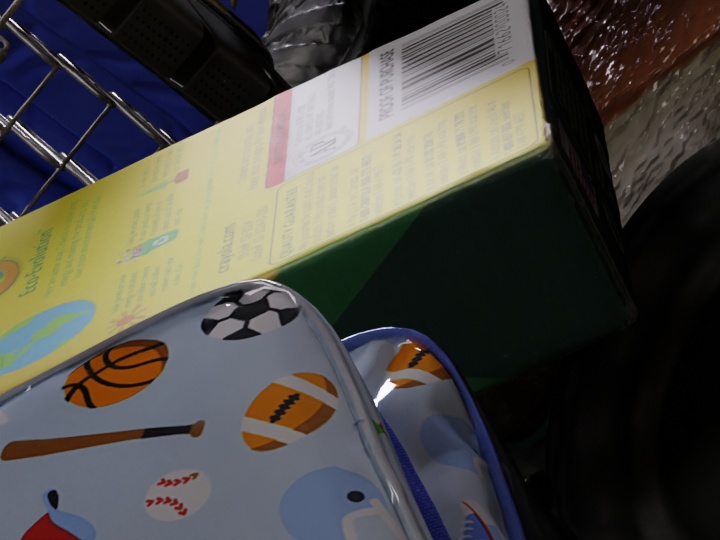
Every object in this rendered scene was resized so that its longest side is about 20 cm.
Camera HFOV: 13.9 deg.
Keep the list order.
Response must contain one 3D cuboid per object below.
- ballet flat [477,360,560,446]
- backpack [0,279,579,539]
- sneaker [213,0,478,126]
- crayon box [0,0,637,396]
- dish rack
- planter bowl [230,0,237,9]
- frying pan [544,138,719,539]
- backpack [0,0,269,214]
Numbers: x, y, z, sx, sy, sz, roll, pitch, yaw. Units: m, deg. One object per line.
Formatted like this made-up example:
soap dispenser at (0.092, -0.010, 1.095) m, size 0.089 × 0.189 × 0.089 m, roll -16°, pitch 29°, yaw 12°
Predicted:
ballet flat at (0.000, 0.000, 0.840) m, size 0.068 × 0.072 × 0.200 m, roll -59°, pitch 20°, yaw 4°
backpack at (-0.037, 0.112, 0.557) m, size 0.190 × 0.154 × 0.200 m, roll -32°, pitch 36°, yaw 6°
sneaker at (-0.006, -0.072, 0.982) m, size 0.200 × 0.060 × 0.104 m, roll -51°, pitch 22°, yaw 5°
crayon box at (-0.036, 0.008, 0.712) m, size 0.199 × 0.051 × 0.127 m, roll -24°, pitch 20°, yaw 11°
dish rack at (-0.111, -0.007, 0.860) m, size 0.200 × 0.153 × 0.055 m, roll -51°, pitch 51°, yaw 2°
planter bowl at (0.023, -0.167, 0.886) m, size 0.200 × 0.083 × 0.201 m, roll -166°, pitch 90°, yaw -87°
frying pan at (0.088, 0.046, 0.625) m, size 0.115 × 0.031 × 0.190 m, roll -55°, pitch 31°, yaw 25°
backpack at (-0.139, -0.089, 1.140) m, size 0.168 × 0.162 × 0.200 m, roll -50°, pitch 11°, yaw -6°
